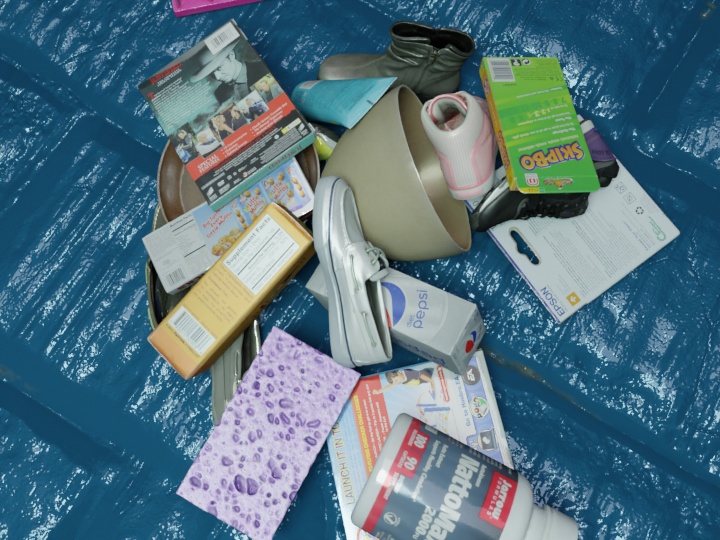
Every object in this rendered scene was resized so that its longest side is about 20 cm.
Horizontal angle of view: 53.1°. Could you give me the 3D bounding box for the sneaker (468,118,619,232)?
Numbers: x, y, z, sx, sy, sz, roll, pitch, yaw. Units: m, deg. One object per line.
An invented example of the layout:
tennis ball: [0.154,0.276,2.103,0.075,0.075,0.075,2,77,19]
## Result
sneaker: [0.221,-0.092,0.843,0.199,0.076,0.088,-36,83,-12]

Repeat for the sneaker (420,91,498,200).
sneaker: [0.121,-0.182,0.858,0.074,0.105,0.202,-14,36,20]

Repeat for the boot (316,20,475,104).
boot: [0.041,-0.272,0.912,0.197,0.131,0.069,6,72,2]

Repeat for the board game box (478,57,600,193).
board game box: [0.200,-0.164,0.818,0.094,0.030,0.202,-2,56,-8]

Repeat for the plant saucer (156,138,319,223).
plant saucer: [-0.142,-0.107,0.856,0.197,0.034,0.204,-1,82,9]

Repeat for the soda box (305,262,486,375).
soda box: [0.038,0.041,0.814,0.198,0.068,0.064,24,74,29]

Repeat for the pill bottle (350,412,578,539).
pill bottle: [0.101,0.236,0.702,0.198,0.120,0.121,26,74,8]

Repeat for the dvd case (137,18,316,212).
dvd case: [-0.158,-0.184,0.837,0.145,0.022,0.201,-35,68,-1]

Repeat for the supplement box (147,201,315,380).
supplement box: [-0.132,0.021,0.771,0.200,0.067,0.069,-45,86,3]

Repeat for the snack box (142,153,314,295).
snack box: [-0.146,-0.053,0.818,0.198,0.024,0.073,-29,78,2]

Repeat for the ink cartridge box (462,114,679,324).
ink cartridge box: [0.254,-0.064,0.892,0.199,0.043,0.197,-34,77,-10]

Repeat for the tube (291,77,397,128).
tube: [-0.028,-0.203,0.862,0.050,0.200,0.078,41,84,-27]

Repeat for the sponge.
sponge: [-0.094,0.171,0.765,0.111,0.030,0.202,29,77,2]

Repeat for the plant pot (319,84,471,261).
plant pot: [0.030,-0.094,0.843,0.133,0.200,0.203,-21,72,21]

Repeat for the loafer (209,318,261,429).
loafer: [-0.130,0.132,0.817,0.069,0.070,0.203,-20,72,14]

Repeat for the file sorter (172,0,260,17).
file sorter: [-0.177,-0.458,0.975,0.197,0.126,0.141,-12,72,-3]

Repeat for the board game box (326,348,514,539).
board game box: [0.065,0.210,0.802,0.193,0.056,0.203,-12,73,-3]

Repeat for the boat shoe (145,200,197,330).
boat shoe: [-0.222,-0.007,0.868,0.071,0.060,0.205,-7,73,0]

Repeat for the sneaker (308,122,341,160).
sneaker: [-0.117,-0.145,0.912,0.197,0.075,0.078,1,82,10]

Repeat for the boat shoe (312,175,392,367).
boat shoe: [0.000,0.000,0.754,0.066,0.073,0.203,-4,101,23]
